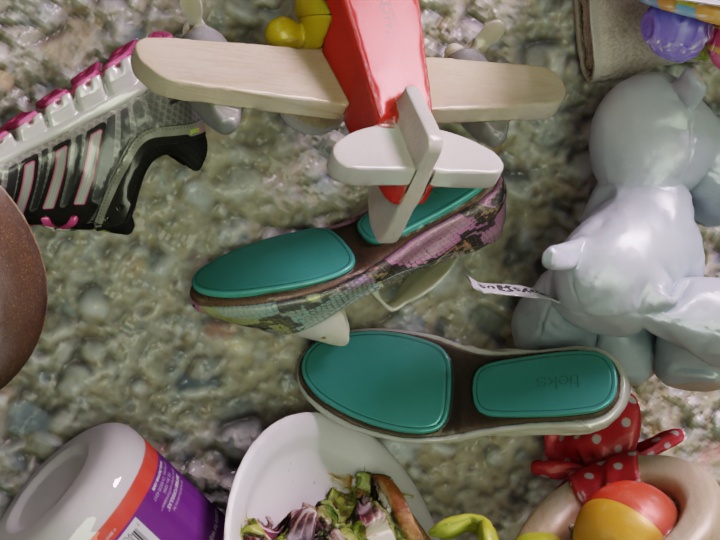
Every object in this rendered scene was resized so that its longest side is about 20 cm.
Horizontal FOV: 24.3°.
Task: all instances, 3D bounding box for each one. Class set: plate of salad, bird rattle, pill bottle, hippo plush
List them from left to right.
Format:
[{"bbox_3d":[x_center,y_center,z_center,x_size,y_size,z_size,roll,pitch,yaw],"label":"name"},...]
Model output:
[{"bbox_3d":[-0.109,0.189,0.959,0.112,0.112,0.200,-44,109,-3],"label":"pill bottle"},{"bbox_3d":[-0.001,0.176,0.962,0.048,0.200,0.201,-22,113,35],"label":"plate of salad"},{"bbox_3d":[0.144,0.155,0.982,0.199,0.162,0.114,-31,113,-35],"label":"bird rattle"},{"bbox_3d":[0.159,-0.030,0.998,0.199,0.159,0.162,22,69,-24],"label":"hippo plush"}]

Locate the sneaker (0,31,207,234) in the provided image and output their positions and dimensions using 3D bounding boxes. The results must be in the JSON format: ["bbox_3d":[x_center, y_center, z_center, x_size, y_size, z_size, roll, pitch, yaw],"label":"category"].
[{"bbox_3d":[-0.166,-0.045,0.915,0.199,0.074,0.088,-35,105,-10],"label":"sneaker"}]

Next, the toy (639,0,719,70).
[{"bbox_3d":[0.212,-0.137,0.951,0.198,0.115,0.048,2,106,-17],"label":"toy"}]

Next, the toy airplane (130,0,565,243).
[{"bbox_3d":[-0.001,-0.105,0.916,0.200,0.141,0.200,41,56,-6],"label":"toy airplane"}]

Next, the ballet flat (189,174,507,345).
[{"bbox_3d":[0.000,0.000,0.982,0.199,0.069,0.072,-24,126,-10],"label":"ballet flat"}]

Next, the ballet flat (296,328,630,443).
[{"bbox_3d":[0.062,0.075,0.998,0.198,0.069,0.070,1,102,14],"label":"ballet flat"}]

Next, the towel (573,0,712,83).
[{"bbox_3d":[0.188,-0.220,1.002,0.131,0.034,0.202,-10,104,-13],"label":"towel"}]

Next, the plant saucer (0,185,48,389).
[{"bbox_3d":[-0.264,0.011,0.872,0.198,0.035,0.202,0,124,0],"label":"plant saucer"}]
